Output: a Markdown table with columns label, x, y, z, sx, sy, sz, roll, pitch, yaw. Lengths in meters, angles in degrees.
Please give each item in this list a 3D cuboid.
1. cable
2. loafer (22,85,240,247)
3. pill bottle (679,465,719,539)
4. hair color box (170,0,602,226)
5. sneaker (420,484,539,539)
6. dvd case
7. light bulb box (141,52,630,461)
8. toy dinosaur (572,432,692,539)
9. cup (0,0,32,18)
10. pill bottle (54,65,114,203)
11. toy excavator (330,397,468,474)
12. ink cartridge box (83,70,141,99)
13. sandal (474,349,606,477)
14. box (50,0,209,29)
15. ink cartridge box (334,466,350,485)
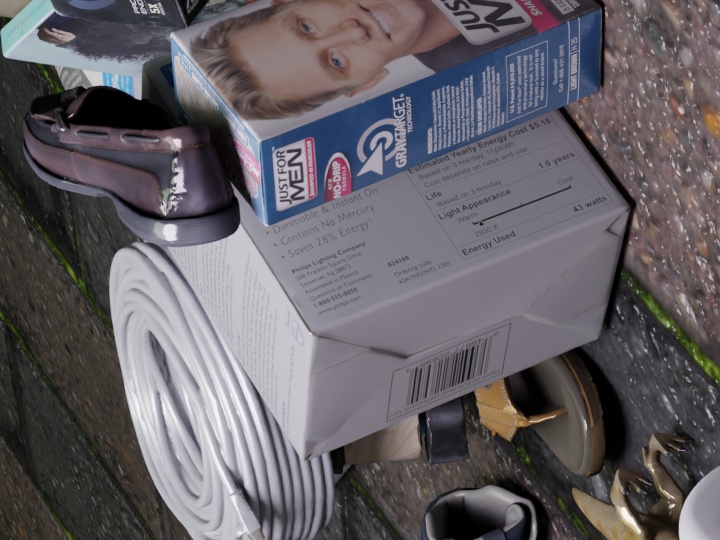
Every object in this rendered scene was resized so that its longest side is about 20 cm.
| label | x | y | z | sx | sy | sz | roll | pitch | yaw |
| --- | --- | --- | --- | --- | --- | --- | --- | --- | --- |
| cable | -0.084 | 0.074 | 1.702 | 0.200 | 0.069 | 0.200 | -170 | 64 | -70 |
| loafer | -0.119 | -0.069 | 1.506 | 0.200 | 0.072 | 0.063 | 32 | 131 | 56 |
| pill bottle | 0.220 | 0.193 | 1.416 | 0.113 | 0.113 | 0.200 | 39 | 147 | 54 |
| hair color box | 0.014 | -0.106 | 1.495 | 0.100 | 0.200 | 0.061 | 50 | 154 | 40 |
| sneaker | 0.096 | 0.229 | 1.840 | 0.202 | 0.077 | 0.146 | 58 | 161 | 29 |
| dvd case | -0.085 | -0.146 | 1.677 | 0.146 | 0.200 | 0.022 | -33 | 59 | 50 |
| light bulb box | 0.008 | -0.036 | 1.594 | 0.200 | 0.198 | 0.125 | 57 | 156 | 30 |
| toy dinosaur | 0.158 | 0.145 | 1.591 | 0.200 | 0.058 | 0.101 | 36 | 137 | 45 |
| cup | -0.127 | -0.227 | 1.703 | 0.143 | 0.200 | 0.200 | 17 | 144 | 9 |
| pill bottle | -0.132 | -0.102 | 2.010 | 0.200 | 0.114 | 0.114 | 66 | 161 | 11 |
| toy excavator | 0.000 | 0.000 | 1.755 | 0.200 | 0.100 | 0.195 | -99 | 3 | -61 |
| ink cartridge box | -0.124 | -0.192 | 1.847 | 0.200 | 0.146 | 0.084 | 54 | 160 | 31 |
| sandal | 0.083 | 0.060 | 1.720 | 0.200 | 0.055 | 0.082 | 48 | 153 | 44 |
| box | -0.100 | -0.249 | 1.495 | 0.086 | 0.200 | 0.164 | 9 | 138 | 29 |
| ink cartridge box | -0.060 | 0.056 | 2.115 | 0.200 | 0.047 | 0.198 | 61 | 160 | 12 |
